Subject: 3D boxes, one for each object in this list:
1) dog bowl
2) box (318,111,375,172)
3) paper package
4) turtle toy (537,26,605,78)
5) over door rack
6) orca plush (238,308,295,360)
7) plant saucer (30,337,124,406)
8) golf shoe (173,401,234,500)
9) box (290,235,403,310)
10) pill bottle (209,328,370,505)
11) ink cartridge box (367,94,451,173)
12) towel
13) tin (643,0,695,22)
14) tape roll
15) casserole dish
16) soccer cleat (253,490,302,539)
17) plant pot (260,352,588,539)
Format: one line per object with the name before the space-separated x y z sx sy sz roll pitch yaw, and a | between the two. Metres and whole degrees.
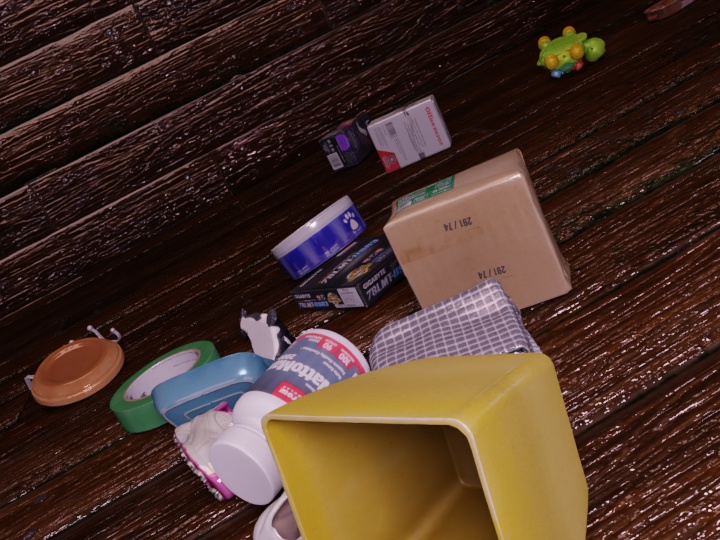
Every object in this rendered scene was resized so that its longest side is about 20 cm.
dog bowl | -0.085 -0.068 1.508 0.199 0.079 0.200 -36 7 5
box | -0.032 -0.434 2.428 0.105 0.123 0.200 -14 21 35
paper package | 0.159 -0.036 0.978 0.199 0.192 0.104 -21 18 19
turtle toy | 0.621 -0.641 2.130 0.198 0.101 0.147 -17 43 18
over door rack | -0.681 0.198 1.690 0.199 0.067 0.148 -17 20 27
orca plush | -0.148 0.122 1.217 0.199 0.071 0.106 -2 74 60
plant saucer | -0.602 0.205 1.525 0.198 0.038 0.201 -10 31 6
golf shoe | -0.181 0.221 0.921 0.091 0.076 0.200 -38 22 -14
box | 0.000 0.000 1.331 0.198 0.050 0.200 -3 29 49
pill bottle | -0.081 0.172 0.856 0.119 0.120 0.200 -11 24 39
ink cartridge box | 0.140 -0.383 2.019 0.198 0.145 0.084 -20 19 19
towel | 0.107 0.101 0.847 0.199 0.086 0.166 -24 19 8
tin | 0.990 -0.844 2.284 0.199 0.042 0.112 -33 15 -17
tape roll | -0.331 0.197 1.244 0.199 0.048 0.201 -24 19 9
casserole dish | -0.203 0.181 1.026 0.198 0.121 0.039 -21 48 11
soccer cleat | -0.034 0.214 0.747 0.200 0.069 0.078 -48 -1 -36
plant pot | 0.074 0.165 0.575 0.199 0.202 0.176 -9 14 43
